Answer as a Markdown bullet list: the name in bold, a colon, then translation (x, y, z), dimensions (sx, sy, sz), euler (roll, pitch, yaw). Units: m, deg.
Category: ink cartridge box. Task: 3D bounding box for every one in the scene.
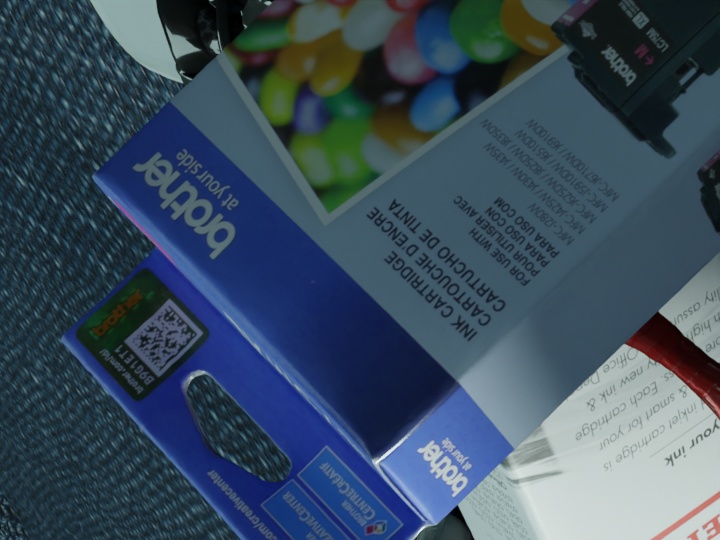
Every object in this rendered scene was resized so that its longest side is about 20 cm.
- **ink cartridge box**: translation (0.024, -0.029, 0.678), dimensions (0.119, 0.200, 0.042), euler (44, 178, 38)
- **ink cartridge box**: translation (0.072, 0.017, 0.796), dimensions (0.068, 0.116, 0.201), euler (34, 153, 58)

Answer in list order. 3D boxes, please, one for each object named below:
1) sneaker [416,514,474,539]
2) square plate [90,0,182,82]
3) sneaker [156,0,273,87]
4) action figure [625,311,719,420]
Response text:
- **sneaker**: translation (0.045, 0.184, 1.371), dimensions (0.104, 0.075, 0.200), euler (36, 152, 6)
- **square plate**: translation (-0.095, -0.147, 1.177), dimensions (0.201, 0.028, 0.198), euler (62, 166, -22)
- **sneaker**: translation (-0.004, -0.072, 0.883), dimensions (0.200, 0.099, 0.070), euler (50, 167, 24)
- **action figure**: translation (0.150, 0.056, 0.711), dimensions (0.200, 0.065, 0.052), euler (41, -164, 0)
